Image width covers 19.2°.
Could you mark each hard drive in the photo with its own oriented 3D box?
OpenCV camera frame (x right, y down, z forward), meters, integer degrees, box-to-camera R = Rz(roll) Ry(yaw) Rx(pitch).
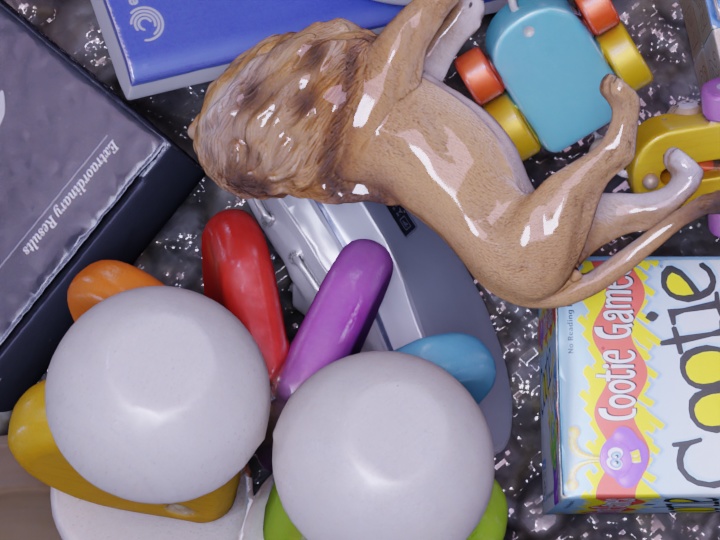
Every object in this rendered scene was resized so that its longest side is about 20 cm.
[{"bbox_3d":[-0.027,-0.159,0.941,0.200,0.025,0.132,-15,73,-18],"label":"hard drive"}]

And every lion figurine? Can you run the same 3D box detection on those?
[{"bbox_3d":[0.037,-0.040,0.824,0.200,0.072,0.123,37,87,15],"label":"lion figurine"}]

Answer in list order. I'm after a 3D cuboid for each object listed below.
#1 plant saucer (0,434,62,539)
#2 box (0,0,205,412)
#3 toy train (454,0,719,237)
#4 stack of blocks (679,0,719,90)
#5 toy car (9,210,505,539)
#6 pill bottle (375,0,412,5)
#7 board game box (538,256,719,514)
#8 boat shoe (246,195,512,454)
[{"bbox_3d":[-0.135,0.159,0.904,0.199,0.030,0.200,7,50,-9],"label":"plant saucer"},{"bbox_3d":[-0.192,-0.054,0.938,0.200,0.104,0.148,41,90,6],"label":"box"},{"bbox_3d":[0.138,-0.098,0.900,0.199,0.056,0.151,15,113,-14],"label":"toy train"},{"bbox_3d":[0.209,-0.128,0.980,0.115,0.059,0.201,-12,80,-2],"label":"stack of blocks"},{"bbox_3d":[-0.032,0.053,0.861,0.199,0.175,0.150,16,64,-1],"label":"toy car"},{"bbox_3d":[0.032,-0.221,0.897,0.111,0.111,0.200,19,71,4],"label":"pill bottle"},{"bbox_3d":[0.181,0.052,0.925,0.199,0.105,0.103,0,80,1],"label":"board game box"},{"bbox_3d":[0.000,0.000,0.959,0.065,0.074,0.200,-27,89,31],"label":"boat shoe"}]
